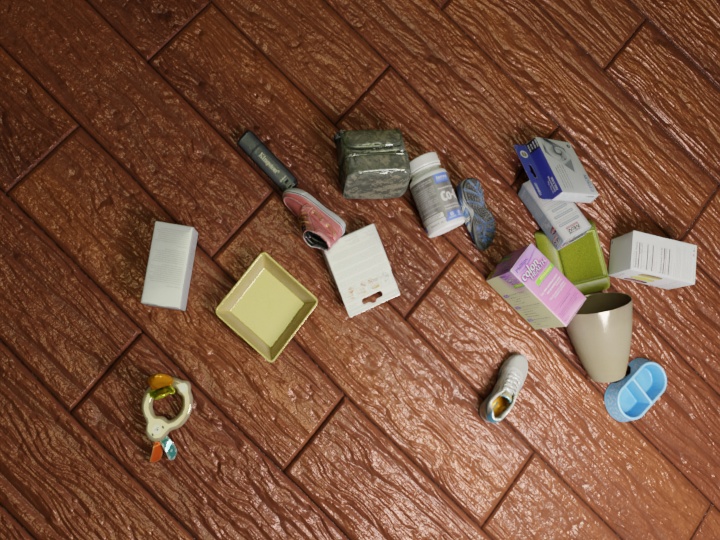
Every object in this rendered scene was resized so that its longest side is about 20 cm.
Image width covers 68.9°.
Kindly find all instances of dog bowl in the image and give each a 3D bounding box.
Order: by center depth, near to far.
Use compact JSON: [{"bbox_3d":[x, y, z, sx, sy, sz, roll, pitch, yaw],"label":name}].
[{"bbox_3d":[0.770,0.333,1.459,0.199,0.050,0.112,-40,89,-11],"label":"dog bowl"}]

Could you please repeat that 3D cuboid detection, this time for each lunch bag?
[{"bbox_3d":[0.029,-0.299,1.413,0.191,0.140,0.174,-5,66,-9],"label":"lunch bag"}]

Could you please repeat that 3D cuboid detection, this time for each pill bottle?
[{"bbox_3d":[0.199,-0.206,1.428,0.110,0.114,0.207,-20,85,-10],"label":"pill bottle"}]

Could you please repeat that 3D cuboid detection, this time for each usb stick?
[{"bbox_3d":[-0.251,-0.293,1.420,0.055,0.033,0.200,-44,90,-12],"label":"usb stick"}]

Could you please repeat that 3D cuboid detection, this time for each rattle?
[{"bbox_3d":[-0.469,0.356,1.245,0.126,0.142,0.208,20,73,-23],"label":"rattle"}]

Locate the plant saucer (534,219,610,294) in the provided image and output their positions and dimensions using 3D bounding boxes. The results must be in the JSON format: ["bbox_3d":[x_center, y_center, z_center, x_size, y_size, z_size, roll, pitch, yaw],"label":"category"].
[{"bbox_3d":[0.614,-0.033,1.493,0.192,0.048,0.208,-11,84,-9],"label":"plant saucer"}]

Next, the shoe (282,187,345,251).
[{"bbox_3d":[-0.137,-0.133,1.369,0.196,0.072,0.092,33,51,6],"label":"shoe"}]

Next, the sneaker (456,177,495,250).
[{"bbox_3d":[0.319,-0.158,1.462,0.073,0.077,0.207,-19,102,-13],"label":"sneaker"}]

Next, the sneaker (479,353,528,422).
[{"bbox_3d":[0.393,0.315,1.395,0.075,0.081,0.203,32,78,0],"label":"sneaker"}]

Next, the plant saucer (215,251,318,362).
[{"bbox_3d":[-0.239,0.095,1.357,0.198,0.048,0.202,39,79,0],"label":"plant saucer"}]

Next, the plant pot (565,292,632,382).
[{"bbox_3d":[0.647,0.186,1.411,0.180,0.187,0.208,-15,97,-9],"label":"plant pot"}]

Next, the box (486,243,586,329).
[{"bbox_3d":[0.460,0.048,1.394,0.199,0.176,0.097,43,79,1],"label":"box"}]

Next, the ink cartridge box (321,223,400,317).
[{"bbox_3d":[0.000,0.000,1.407,0.156,0.050,0.207,-22,88,-10],"label":"ink cartridge box"}]

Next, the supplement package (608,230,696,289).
[{"bbox_3d":[0.824,-0.027,1.487,0.192,0.114,0.114,12,79,-4],"label":"supplement package"}]

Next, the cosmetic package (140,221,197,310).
[{"bbox_3d":[-0.480,-0.010,1.327,0.097,0.071,0.209,8,80,-6],"label":"cosmetic package"}]

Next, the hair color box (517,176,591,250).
[{"bbox_3d":[0.540,-0.170,1.469,0.096,0.061,0.204,-25,68,-9],"label":"hair color box"}]

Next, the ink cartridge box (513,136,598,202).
[{"bbox_3d":[0.543,-0.282,1.461,0.193,0.041,0.206,-1,59,-25],"label":"ink cartridge box"}]
